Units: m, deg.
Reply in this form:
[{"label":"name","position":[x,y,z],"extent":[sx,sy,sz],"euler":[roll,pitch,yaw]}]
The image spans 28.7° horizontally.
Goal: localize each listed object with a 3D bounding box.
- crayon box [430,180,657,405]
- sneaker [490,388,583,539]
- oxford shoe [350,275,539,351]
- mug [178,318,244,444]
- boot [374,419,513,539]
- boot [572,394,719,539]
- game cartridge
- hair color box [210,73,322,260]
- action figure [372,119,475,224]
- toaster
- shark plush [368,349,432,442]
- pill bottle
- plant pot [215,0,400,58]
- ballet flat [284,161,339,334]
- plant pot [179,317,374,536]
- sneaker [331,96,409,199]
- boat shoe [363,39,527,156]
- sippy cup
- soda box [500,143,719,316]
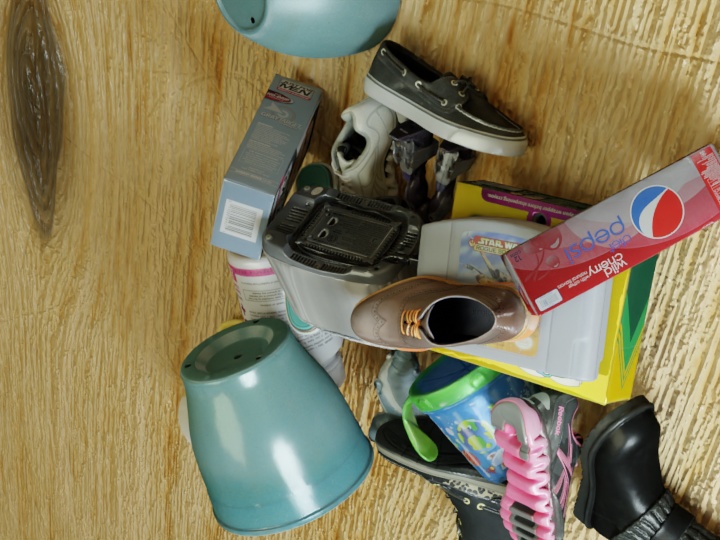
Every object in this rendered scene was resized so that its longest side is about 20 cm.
[{"label":"crayon box","position":[0.174,0.018,1.347],"extent":[0.200,0.058,0.173],"euler":[17,104,35]},{"label":"sneaker","position":[0.191,0.203,1.417],"extent":[0.079,0.095,0.200],"euler":[27,133,47]},{"label":"oxford shoe","position":[0.062,0.040,1.306],"extent":[0.200,0.073,0.071],"euler":[-8,89,37]},{"label":"mug","position":[-0.162,0.177,1.890],"extent":[0.149,0.187,0.153],"euler":[38,159,-20]},{"label":"boot","position":[0.108,0.258,1.591],"extent":[0.203,0.073,0.154],"euler":[16,130,15]},{"label":"boot","position":[0.293,0.230,1.372],"extent":[0.158,0.079,0.211],"euler":[45,154,33]},{"label":"game cartridge","position":[0.137,0.019,1.316],"extent":[0.200,0.042,0.133],"euler":[12,105,35]},{"label":"hair color box","position":[-0.102,-0.117,1.556],"extent":[0.061,0.200,0.099],"euler":[18,134,1]},{"label":"action figure","position":[0.068,-0.066,1.486],"extent":[0.130,0.069,0.200],"euler":[26,135,24]},{"label":"toaster","position":[0.000,0.000,1.477],"extent":[0.200,0.114,0.129],"euler":[15,143,28]},{"label":"shark plush","position":[0.067,0.125,1.594],"extent":[0.083,0.091,0.200],"euler":[21,134,22]},{"label":"pill bottle","position":[-0.085,0.052,1.703],"extent":[0.113,0.113,0.200],"euler":[13,124,47]},{"label":"plant pot","position":[-0.074,-0.305,1.459],"extent":[0.200,0.135,0.200],"euler":[28,131,38]},{"label":"ballet flat","position":[-0.045,-0.023,1.607],"extent":[0.069,0.069,0.200],"euler":[-12,72,53]},{"label":"plant pot","position":[-0.110,0.165,1.598],"extent":[0.200,0.200,0.188],"euler":[7,127,49]},{"label":"sneaker","position":[0.000,-0.112,1.533],"extent":[0.075,0.081,0.200],"euler":[38,138,28]},{"label":"boat shoe","position":[0.084,-0.172,1.402],"extent":[0.200,0.069,0.057],"euler":[30,117,31]},{"label":"sippy cup","position":[0.141,0.146,1.483],"extent":[0.130,0.140,0.178],"euler":[56,154,-8]},{"label":"soda box","position":[0.222,-0.033,1.208],"extent":[0.063,0.200,0.070],"euler":[62,-178,3]}]
